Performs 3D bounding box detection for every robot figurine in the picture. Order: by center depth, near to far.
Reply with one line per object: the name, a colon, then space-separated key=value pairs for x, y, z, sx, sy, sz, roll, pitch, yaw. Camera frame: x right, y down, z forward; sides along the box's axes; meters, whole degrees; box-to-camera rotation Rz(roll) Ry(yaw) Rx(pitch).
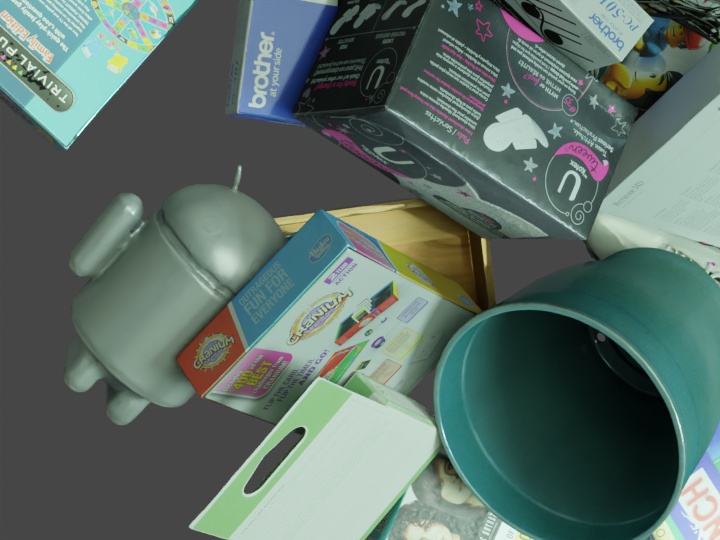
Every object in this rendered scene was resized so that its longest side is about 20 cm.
robot figurine: x=-0.129 y=0.018 z=1.618 sx=0.170 sy=0.113 sz=0.200 roll=40 pitch=102 yaw=-22

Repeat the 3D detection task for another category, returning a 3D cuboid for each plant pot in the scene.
plant pot: x=0.187 y=0.077 z=1.673 sx=0.188 sy=0.200 sz=0.200 roll=-38 pitch=104 yaw=-49

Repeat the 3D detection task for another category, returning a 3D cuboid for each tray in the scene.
tray: x=0.000 y=0.000 z=1.712 sx=0.200 sy=0.037 sz=0.099 roll=-8 pitch=94 yaw=-15

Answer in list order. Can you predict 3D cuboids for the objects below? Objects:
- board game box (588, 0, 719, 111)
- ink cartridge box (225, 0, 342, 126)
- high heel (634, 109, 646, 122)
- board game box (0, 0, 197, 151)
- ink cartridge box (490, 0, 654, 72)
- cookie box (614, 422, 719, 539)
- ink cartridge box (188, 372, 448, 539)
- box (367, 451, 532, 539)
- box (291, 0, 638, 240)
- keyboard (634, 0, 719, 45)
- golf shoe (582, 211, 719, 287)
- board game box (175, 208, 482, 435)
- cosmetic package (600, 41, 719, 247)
board game box: x=0.231 y=-0.215 z=1.660 sx=0.126 sy=0.035 sz=0.200 roll=15 pitch=113 yaw=0
ink cartridge box: x=-0.039 y=-0.209 z=1.682 sx=0.094 sy=0.044 sz=0.200 roll=8 pitch=89 yaw=-16
high heel: x=0.249 y=-0.086 z=1.763 sx=0.200 sy=0.067 sz=0.096 roll=28 pitch=74 yaw=0
board game box: x=-0.208 y=-0.211 z=1.641 sx=0.151 sy=0.047 sz=0.200 roll=43 pitch=81 yaw=-12
ink cartridge box: x=0.107 y=-0.224 z=1.592 sx=0.200 sy=0.094 sz=0.044 roll=43 pitch=74 yaw=-14
cookie box: x=0.310 y=0.177 z=1.784 sx=0.200 sy=0.075 sz=0.171 roll=-30 pitch=100 yaw=-12
ink cartridge box: x=-0.036 y=0.139 z=1.622 sx=0.146 sy=0.048 sz=0.200 roll=-50 pitch=145 yaw=8
box: x=0.112 y=0.207 z=1.742 sx=0.200 sy=0.049 sz=0.082 roll=24 pitch=85 yaw=-15
box: x=0.075 y=-0.113 z=1.631 sx=0.200 sy=0.132 sz=0.115 roll=32 pitch=73 yaw=-29
keyboard: x=0.217 y=-0.229 z=1.626 sx=0.200 sy=0.040 sz=0.104 roll=19 pitch=90 yaw=3
golf shoe: x=0.259 y=0.001 z=1.757 sx=0.200 sy=0.092 sz=0.073 roll=36 pitch=85 yaw=-12
board game box: x=-0.018 y=0.048 z=1.619 sx=0.153 sy=0.040 sz=0.200 roll=-45 pitch=147 yaw=11
cosmetic package: x=0.283 y=-0.085 z=1.662 sx=0.151 sy=0.200 sz=0.052 roll=14 pitch=62 yaw=-17
